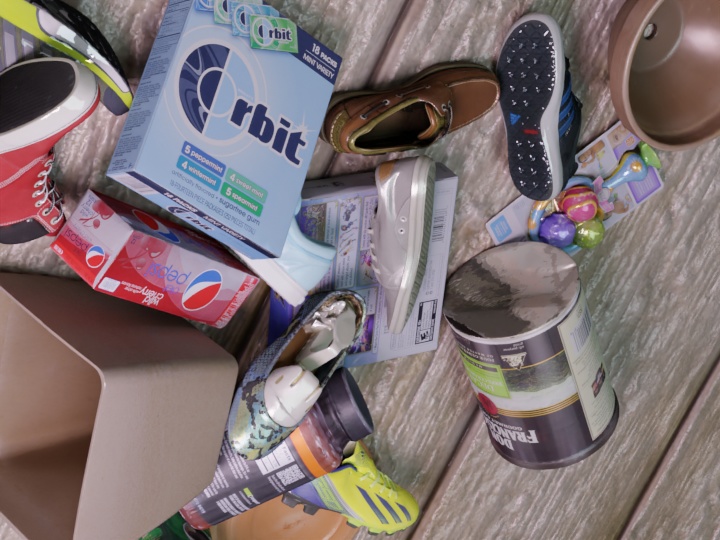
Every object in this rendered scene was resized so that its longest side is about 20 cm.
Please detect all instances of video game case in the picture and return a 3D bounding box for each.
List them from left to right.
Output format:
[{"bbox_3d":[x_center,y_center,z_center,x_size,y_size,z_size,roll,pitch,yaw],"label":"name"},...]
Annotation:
[{"bbox_3d":[0.000,0.000,1.570,0.181,0.045,0.200,-10,121,-28],"label":"video game case"}]

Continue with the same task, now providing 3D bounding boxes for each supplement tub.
[{"bbox_3d":[-0.090,0.166,1.533,0.200,0.107,0.107,-25,130,5],"label":"supplement tub"}]

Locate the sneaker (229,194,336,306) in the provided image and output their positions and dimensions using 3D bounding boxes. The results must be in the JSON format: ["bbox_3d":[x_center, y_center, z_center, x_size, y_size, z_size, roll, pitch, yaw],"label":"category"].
[{"bbox_3d":[-0.101,-0.060,1.440,0.082,0.074,0.200,-46,117,-4],"label":"sneaker"}]

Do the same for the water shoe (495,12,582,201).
[{"bbox_3d":[0.183,-0.171,1.592,0.079,0.071,0.200,-38,135,-46],"label":"water shoe"}]

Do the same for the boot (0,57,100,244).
[{"bbox_3d":[-0.259,-0.090,1.292,0.200,0.072,0.144,-23,139,28],"label":"boot"}]

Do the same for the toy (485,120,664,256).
[{"bbox_3d":[0.240,-0.064,1.689,0.200,0.047,0.115,-39,129,-9],"label":"toy"}]

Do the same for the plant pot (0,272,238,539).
[{"bbox_3d":[-0.226,0.122,1.408,0.177,0.200,0.200,-7,120,-44],"label":"plant pot"}]

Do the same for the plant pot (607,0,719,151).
[{"bbox_3d":[0.322,-0.231,1.617,0.201,0.093,0.201,-15,124,-24],"label":"plant pot"}]

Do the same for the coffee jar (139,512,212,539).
[{"bbox_3d":[-0.178,0.297,1.524,0.085,0.200,0.104,-40,128,6],"label":"coffee jar"}]

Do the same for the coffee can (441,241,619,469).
[{"bbox_3d":[0.182,0.090,1.675,0.146,0.146,0.200,-33,129,-13],"label":"coffee can"}]

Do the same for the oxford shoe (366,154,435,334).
[{"bbox_3d":[0.035,-0.027,1.515,0.058,0.075,0.200,10,128,9],"label":"oxford shoe"}]

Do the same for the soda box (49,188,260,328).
[{"bbox_3d":[-0.178,-0.007,1.398,0.063,0.070,0.200,-55,149,7],"label":"soda box"}]

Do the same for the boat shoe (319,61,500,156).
[{"bbox_3d":[0.058,-0.145,1.510,0.200,0.068,0.072,-19,123,-24],"label":"boat shoe"}]

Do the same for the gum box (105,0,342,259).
[{"bbox_3d":[-0.112,-0.135,1.359,0.170,0.045,0.200,31,68,-38],"label":"gum box"}]

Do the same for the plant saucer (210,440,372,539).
[{"bbox_3d":[-0.070,0.250,1.678,0.200,0.032,0.201,-16,123,-26],"label":"plant saucer"}]

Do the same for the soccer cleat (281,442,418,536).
[{"bbox_3d":[-0.004,0.219,1.642,0.200,0.065,0.084,22,100,-39],"label":"soccer cleat"}]

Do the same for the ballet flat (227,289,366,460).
[{"bbox_3d":[-0.054,0.088,1.458,0.200,0.074,0.074,-60,140,-34],"label":"ballet flat"}]

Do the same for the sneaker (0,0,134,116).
[{"bbox_3d":[-0.267,-0.181,1.287,0.081,0.074,0.200,-43,129,13],"label":"sneaker"}]
